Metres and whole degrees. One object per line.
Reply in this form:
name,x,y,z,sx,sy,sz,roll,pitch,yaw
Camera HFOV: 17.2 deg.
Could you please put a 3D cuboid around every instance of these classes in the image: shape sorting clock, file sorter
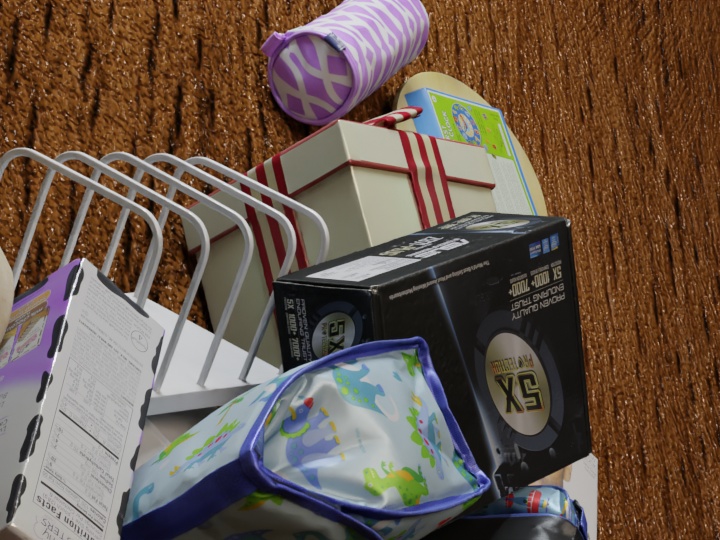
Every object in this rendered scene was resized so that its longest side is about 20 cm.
shape sorting clock,0.094,-0.080,2.058,0.200,0.039,0.200,38,37,-36
file sorter,-0.130,0.002,1.465,0.139,0.125,0.200,27,15,27

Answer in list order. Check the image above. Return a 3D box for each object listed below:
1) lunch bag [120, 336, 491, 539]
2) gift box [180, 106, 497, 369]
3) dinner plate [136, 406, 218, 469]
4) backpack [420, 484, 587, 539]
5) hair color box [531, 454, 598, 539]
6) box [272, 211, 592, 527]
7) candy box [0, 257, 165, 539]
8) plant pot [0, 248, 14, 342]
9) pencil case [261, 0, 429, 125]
lunch bag,-0.055,0.126,1.302,0.200,0.170,0.128,-5,66,-55
gift box,0.000,0.000,1.689,0.200,0.184,0.187,9,62,-54
dinner plate,-0.101,0.112,1.482,0.200,0.024,0.200,38,12,-9
backpack,0.082,0.251,1.558,0.135,0.182,0.200,-70,147,-46
hair color box,0.127,0.197,1.832,0.109,0.065,0.200,43,31,-28
box,0.049,0.063,1.511,0.200,0.086,0.164,-18,107,-46
candy box,-0.199,0.114,1.263,0.072,0.168,0.200,43,33,-28
plant pot,-0.284,-0.012,1.244,0.183,0.200,0.201,47,29,-44
pencil case,-0.012,-0.181,1.943,0.085,0.084,0.200,37,27,6
